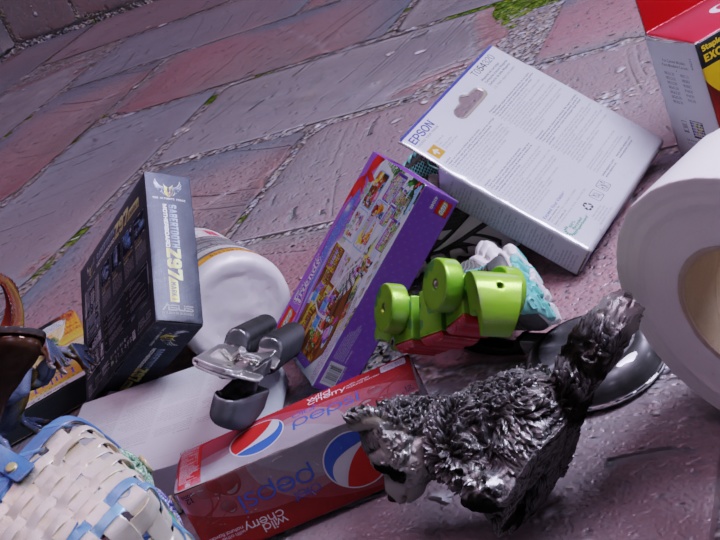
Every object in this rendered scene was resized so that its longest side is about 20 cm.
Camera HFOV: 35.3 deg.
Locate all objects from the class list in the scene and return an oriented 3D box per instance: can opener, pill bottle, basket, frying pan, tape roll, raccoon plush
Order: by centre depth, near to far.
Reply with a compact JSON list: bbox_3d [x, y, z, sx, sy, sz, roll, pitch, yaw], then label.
[{"bbox_3d":[0.258,0.011,0.690,0.071,0.203,0.202,-39,28,-28],"label":"tape roll"},{"bbox_3d":[0.085,0.079,0.761,0.134,0.097,0.200,33,82,28],"label":"raccoon plush"},{"bbox_3d":[-0.215,0.191,0.823,0.200,0.176,0.139,14,53,33],"label":"basket"},{"bbox_3d":[0.162,0.055,0.900,0.115,0.031,0.190,-28,27,-11],"label":"frying pan"},{"bbox_3d":[-0.090,0.080,0.919,0.053,0.067,0.200,15,5,7],"label":"can opener"},{"bbox_3d":[-0.161,0.018,1.163,0.116,0.116,0.200,-34,27,-17],"label":"pill bottle"}]

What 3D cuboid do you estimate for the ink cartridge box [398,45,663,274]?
[{"bbox_3d":[0.161,-0.110,1.068,0.200,0.043,0.196,31,49,13],"label":"ink cartridge box"}]

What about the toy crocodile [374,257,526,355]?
[{"bbox_3d":[0.062,0.034,0.830,0.067,0.062,0.200,7,-16,-23],"label":"toy crocodile"}]

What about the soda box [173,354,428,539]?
[{"bbox_3d":[-0.037,0.142,0.861,0.200,0.070,0.063,-23,22,4],"label":"soda box"}]

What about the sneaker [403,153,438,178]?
[{"bbox_3d":[0.083,-0.113,1.199,0.200,0.091,0.078,-6,24,36],"label":"sneaker"}]

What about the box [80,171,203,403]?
[{"bbox_3d":[-0.214,0.024,1.086,0.200,0.051,0.158,-44,48,47],"label":"box"}]

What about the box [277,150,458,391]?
[{"bbox_3d":[0.000,0.000,1.019,0.200,0.039,0.137,-60,26,7],"label":"box"}]

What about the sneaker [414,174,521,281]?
[{"bbox_3d":[0.102,-0.059,1.097,0.200,0.091,0.066,-20,26,12],"label":"sneaker"}]

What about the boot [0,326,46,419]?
[{"bbox_3d":[-0.306,0.162,0.934,0.186,0.064,0.200,-37,53,48],"label":"boot"}]

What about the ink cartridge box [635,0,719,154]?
[{"bbox_3d":[0.377,-0.223,1.059,0.200,0.176,0.084,-31,25,-10],"label":"ink cartridge box"}]

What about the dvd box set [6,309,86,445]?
[{"bbox_3d":[-0.362,0.119,1.258,0.146,0.029,0.200,-31,25,-11],"label":"dvd box set"}]

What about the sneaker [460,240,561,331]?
[{"bbox_3d":[0.100,0.030,0.922,0.091,0.078,0.200,-35,3,-2],"label":"sneaker"}]

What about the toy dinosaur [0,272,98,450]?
[{"bbox_3d":[-0.338,0.127,1.076,0.181,0.200,0.105,-34,-1,12],"label":"toy dinosaur"}]

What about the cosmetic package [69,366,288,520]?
[{"bbox_3d":[-0.169,0.150,0.993,0.200,0.052,0.151,-19,24,15],"label":"cosmetic package"}]
